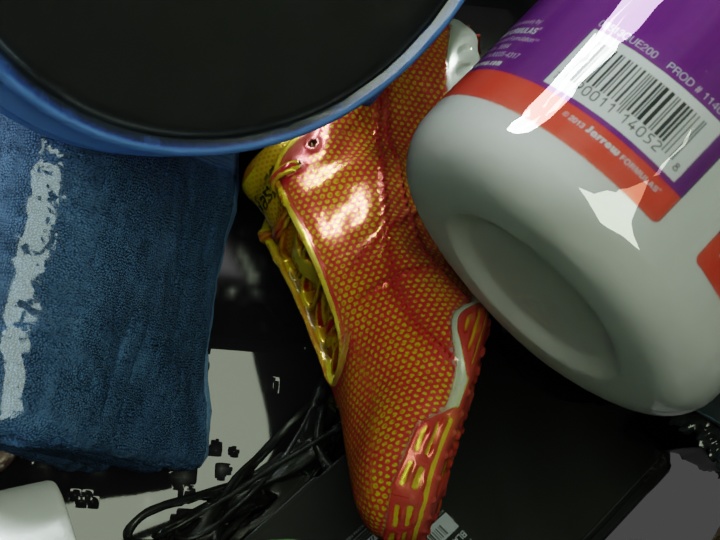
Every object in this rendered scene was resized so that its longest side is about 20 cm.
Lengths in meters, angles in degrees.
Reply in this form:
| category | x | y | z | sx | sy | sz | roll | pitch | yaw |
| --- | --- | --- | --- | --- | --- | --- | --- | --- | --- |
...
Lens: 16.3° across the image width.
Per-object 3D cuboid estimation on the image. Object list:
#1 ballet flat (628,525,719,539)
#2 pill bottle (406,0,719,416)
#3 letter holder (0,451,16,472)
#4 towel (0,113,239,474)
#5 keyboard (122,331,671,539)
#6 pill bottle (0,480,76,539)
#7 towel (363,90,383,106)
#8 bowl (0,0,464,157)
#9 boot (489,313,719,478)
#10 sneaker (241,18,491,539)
| category | x | y | z | sx | sy | sz | roll | pitch | yaw |
| --- | --- | --- | --- | --- | --- | --- | --- | --- | --- |
| ballet flat | 0.054 | 0.129 | 0.796 | 0.199 | 0.068 | 0.073 | -23 | 63 | -13 |
| pill bottle | 0.114 | -0.062 | 0.716 | 0.112 | 0.112 | 0.200 | 44 | 75 | 1 |
| letter holder | -0.138 | -0.051 | 0.776 | 0.141 | 0.101 | 0.201 | 17 | 77 | -8 |
| towel | -0.072 | -0.038 | 0.774 | 0.048 | 0.112 | 0.201 | 8 | 83 | 24 |
| keyboard | 0.003 | 0.086 | 0.794 | 0.104 | 0.040 | 0.200 | 45 | 56 | 10 |
| pill bottle | -0.176 | 0.123 | 0.729 | 0.199 | 0.111 | 0.112 | -13 | 81 | -12 |
| towel | -0.020 | -0.167 | 0.772 | 0.201 | 0.024 | 0.145 | 60 | 37 | -29 |
| bowl | -0.042 | -0.126 | 0.691 | 0.199 | 0.039 | 0.202 | -9 | 110 | -24 |
| boot | 0.089 | -0.048 | 0.812 | 0.200 | 0.076 | 0.168 | 37 | 79 | 16 |
| sneaker | 0.000 | 0.000 | 0.786 | 0.077 | 0.073 | 0.201 | 5 | 49 | -9 |
